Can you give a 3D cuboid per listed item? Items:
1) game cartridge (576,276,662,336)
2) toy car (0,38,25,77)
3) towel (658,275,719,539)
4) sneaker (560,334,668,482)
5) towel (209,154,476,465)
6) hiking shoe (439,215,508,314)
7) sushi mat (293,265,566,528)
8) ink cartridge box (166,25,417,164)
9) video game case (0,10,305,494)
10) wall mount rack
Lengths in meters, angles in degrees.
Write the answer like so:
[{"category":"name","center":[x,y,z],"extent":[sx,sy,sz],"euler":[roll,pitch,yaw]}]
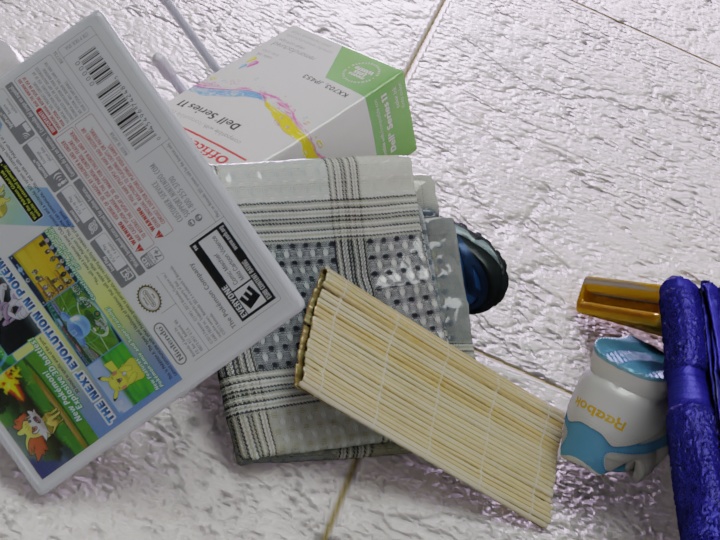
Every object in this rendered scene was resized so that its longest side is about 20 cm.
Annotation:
[{"category":"game cartridge","center":[0.271,0.048,1.446],"extent":[0.199,0.033,0.176],"euler":[18,-2,-12]},{"category":"toy car","center":[-0.201,-0.055,1.229],"extent":[0.199,0.176,0.150],"euler":[20,27,-4]},{"category":"towel","center":[0.237,0.115,1.274],"extent":[0.148,0.049,0.201],"euler":[45,35,-42]},{"category":"sneaker","center":[0.186,0.094,1.363],"extent":[0.076,0.081,0.200],"euler":[29,9,28]},{"category":"towel","center":[-0.009,0.022,1.283],"extent":[0.199,0.034,0.194],"euler":[-2,73,-37]},{"category":"hiking shoe","center":[0.000,0.000,1.389],"extent":[0.199,0.075,0.087],"euler":[14,34,5]},{"category":"sushi mat","center":[0.046,0.079,1.268],"extent":[0.199,0.012,0.096],"euler":[31,47,-23]},{"category":"ink cartridge box","center":[-0.074,-0.078,1.364],"extent":[0.200,0.068,0.117],"euler":[-36,43,-30]},{"category":"video game case","center":[-0.160,-0.010,1.130],"extent":[0.201,0.182,0.022],"euler":[55,-2,-5]},{"category":"wall mount rack","center":[-0.083,-0.140,1.533],"extent":[0.173,0.075,0.200],"euler":[13,32,-17]}]
